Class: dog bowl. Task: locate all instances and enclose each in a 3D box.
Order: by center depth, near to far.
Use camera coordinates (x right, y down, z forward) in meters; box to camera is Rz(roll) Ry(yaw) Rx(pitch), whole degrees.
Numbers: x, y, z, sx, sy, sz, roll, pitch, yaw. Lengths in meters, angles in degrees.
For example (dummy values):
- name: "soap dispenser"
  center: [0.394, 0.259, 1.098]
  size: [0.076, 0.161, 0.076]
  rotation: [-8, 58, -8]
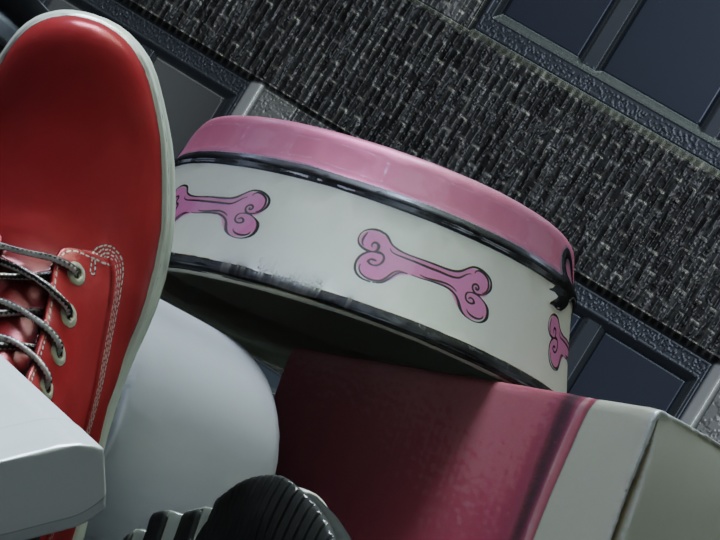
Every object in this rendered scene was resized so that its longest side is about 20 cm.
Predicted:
- name: "dog bowl"
  center: [0.000, 0.000, 1.210]
  size: [0.200, 0.074, 0.200]
  rotation: [18, -11, 4]

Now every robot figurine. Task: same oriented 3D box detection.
- name: "robot figurine"
  center: [-0.108, 0.057, 1.086]
  size: [0.200, 0.113, 0.170]
  rotation: [32, 34, -49]

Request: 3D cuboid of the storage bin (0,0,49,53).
- name: "storage bin"
  center: [-0.221, -0.055, 1.086]
  size: [0.145, 0.134, 0.200]
  rotation: [36, -22, -13]

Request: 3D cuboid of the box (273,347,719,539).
- name: "box"
  center: [0.061, 0.111, 1.171]
  size: [0.200, 0.109, 0.128]
  rotation: [8, -17, 44]

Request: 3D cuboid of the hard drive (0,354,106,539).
- name: "hard drive"
  center: [-0.170, 0.035, 0.805]
  size: [0.132, 0.027, 0.200]
  rotation: [-12, 25, -26]

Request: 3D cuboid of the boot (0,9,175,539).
- name: "boot"
  center: [-0.106, 0.016, 0.901]
  size: [0.072, 0.201, 0.144]
  rotation: [10, 0, 3]

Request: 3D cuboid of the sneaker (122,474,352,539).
- name: "sneaker"
  center: [-0.018, 0.115, 0.951]
  size: [0.088, 0.074, 0.200]
  rotation: [25, -11, -16]
